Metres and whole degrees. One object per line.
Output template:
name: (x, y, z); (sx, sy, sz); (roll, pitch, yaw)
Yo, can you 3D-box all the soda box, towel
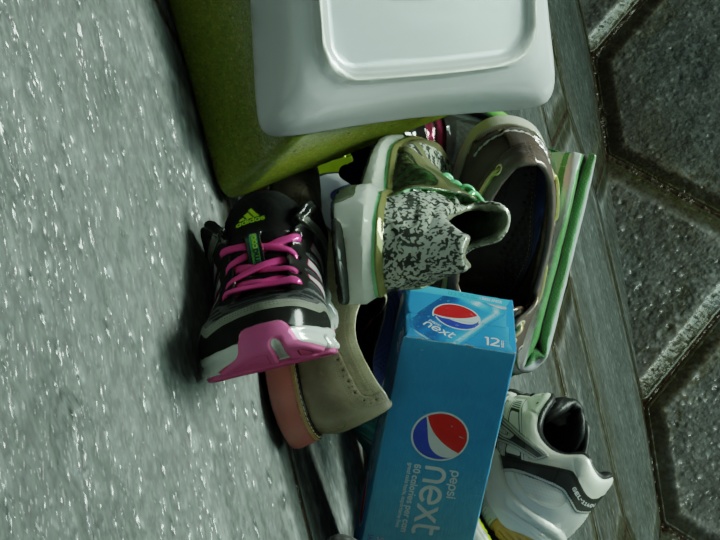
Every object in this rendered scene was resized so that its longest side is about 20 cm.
soda box: (0.041, 0.112, 1.575); (0.064, 0.068, 0.200); (-87, -173, -60)
towel: (0.088, -0.008, 1.731); (0.200, 0.023, 0.153); (-174, -82, -69)

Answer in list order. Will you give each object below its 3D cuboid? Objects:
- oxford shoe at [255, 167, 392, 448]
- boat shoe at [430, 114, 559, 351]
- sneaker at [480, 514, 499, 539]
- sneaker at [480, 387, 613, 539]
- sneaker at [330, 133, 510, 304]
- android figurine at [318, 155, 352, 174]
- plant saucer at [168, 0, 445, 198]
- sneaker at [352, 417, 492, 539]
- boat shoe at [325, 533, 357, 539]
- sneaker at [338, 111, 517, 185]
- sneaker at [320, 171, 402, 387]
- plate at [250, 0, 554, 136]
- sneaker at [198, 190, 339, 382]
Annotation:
oxford shoe: (-0.018, 0.008, 1.559); (0.070, 0.075, 0.200); (55, 24, -59)
boat shoe: (0.075, 0.010, 1.588); (0.060, 0.072, 0.200); (-114, -146, -64)
sneaker: (0.062, 0.175, 1.758); (0.079, 0.095, 0.200); (53, 25, -63)
sneaker: (0.109, 0.109, 1.746); (0.076, 0.088, 0.200); (38, 13, -35)
sneaker: (0.042, -0.025, 1.486); (0.200, 0.088, 0.077); (-57, 148, -68)
android figurine: (0.007, -0.025, 1.841); (0.182, 0.041, 0.200); (-46, 122, -78)
plant saucer: (-0.009, -0.163, 1.504); (0.048, 0.200, 0.200); (8, -63, 57)
sneaker: (0.038, 0.170, 1.687); (0.078, 0.080, 0.200); (78, -14, -66)
boat shoe: (0.021, 0.230, 1.535); (0.066, 0.072, 0.201); (-83, 155, -46)
sneaker: (0.030, -0.079, 1.612); (0.084, 0.200, 0.077); (-66, -159, -6)
sneaker: (0.000, -0.001, 1.675); (0.199, 0.115, 0.081); (-55, 139, -35)
plate: (0.029, -0.181, 1.479); (0.032, 0.200, 0.200); (10, -74, 58)
sneaker: (-0.052, 0.004, 1.401); (0.200, 0.074, 0.088); (-62, 139, -82)
